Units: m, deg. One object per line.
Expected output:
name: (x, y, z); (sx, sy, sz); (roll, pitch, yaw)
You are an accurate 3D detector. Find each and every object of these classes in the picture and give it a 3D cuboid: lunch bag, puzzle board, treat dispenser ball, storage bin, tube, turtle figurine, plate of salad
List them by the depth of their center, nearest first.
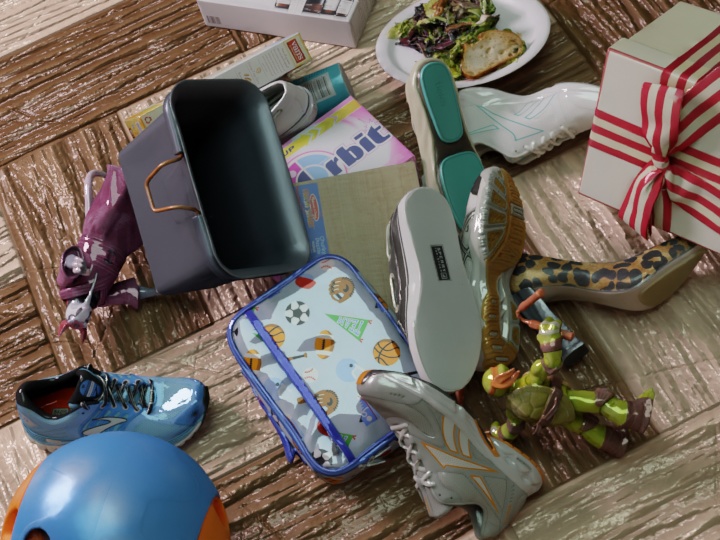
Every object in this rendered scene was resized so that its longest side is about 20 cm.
treat dispenser ball: (-0.213, 0.242, 1.180); (0.200, 0.201, 0.202); (-6, 57, 9)
turtle figurine: (0.177, 0.111, 1.208); (0.161, 0.200, 0.065); (18, 39, -5)
lunch bag: (-0.027, 0.099, 1.283); (0.160, 0.076, 0.200); (-33, 75, -10)
storage bin: (-0.162, -0.069, 1.329); (0.134, 0.145, 0.201); (-26, 78, 43)
puzzle board: (0.000, 0.000, 1.352); (0.150, 0.017, 0.201); (-10, 80, -1)
plate of salad: (0.113, -0.271, 1.512); (0.199, 0.048, 0.201); (-9, 42, 8)
tube: (-0.105, -0.174, 1.519); (0.199, 0.050, 0.078); (-21, 48, 9)

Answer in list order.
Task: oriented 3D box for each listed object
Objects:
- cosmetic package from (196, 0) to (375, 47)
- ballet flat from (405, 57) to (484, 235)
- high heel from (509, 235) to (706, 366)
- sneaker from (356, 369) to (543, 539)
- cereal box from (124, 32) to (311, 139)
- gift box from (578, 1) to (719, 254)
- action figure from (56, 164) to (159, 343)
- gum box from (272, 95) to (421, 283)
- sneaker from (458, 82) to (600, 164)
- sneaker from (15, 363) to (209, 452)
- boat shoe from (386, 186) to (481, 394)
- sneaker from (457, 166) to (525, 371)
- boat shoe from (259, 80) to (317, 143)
cosmetic package: (-0.088, -0.326, 1.608); (0.199, 0.051, 0.083); (11, 60, 18)
ballet flat: (0.087, -0.123, 1.418); (0.069, 0.069, 0.201); (-12, 88, 4)
high heel: (0.234, -0.015, 1.327); (0.200, 0.071, 0.143); (-35, 59, -5)
sneaker: (0.069, 0.166, 1.199); (0.200, 0.076, 0.092); (37, 76, -12)
cereal box: (-0.159, -0.197, 1.489); (0.199, 0.144, 0.040); (-29, 100, -11)
gift box: (0.335, -0.138, 1.286); (0.199, 0.185, 0.187); (23, 39, 30)
action figure: (-0.277, -0.022, 1.409); (0.148, 0.134, 0.201); (12, 71, 38)
gum box: (-0.048, -0.080, 1.432); (0.200, 0.066, 0.114); (-37, 59, -12)
sneaker: (0.189, -0.151, 1.429); (0.199, 0.070, 0.081); (-1, 73, 27)
sneaker: (-0.247, 0.134, 1.323); (0.199, 0.090, 0.079); (-6, 57, 7)
boat shoe: (0.064, 0.024, 1.258); (0.070, 0.064, 0.201); (5, 65, -24)
sneaker: (0.105, -0.003, 1.306); (0.087, 0.075, 0.201); (-6, 72, 42)
boat shoe: (-0.143, -0.146, 1.459); (0.200, 0.067, 0.074); (-35, 59, 15)
